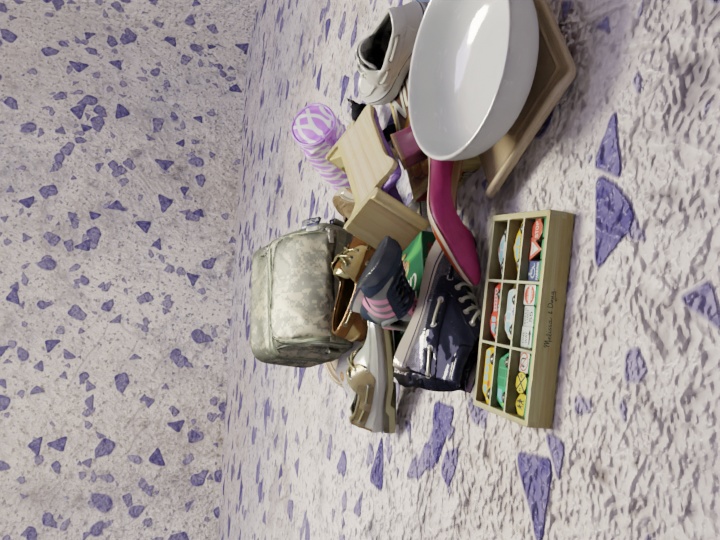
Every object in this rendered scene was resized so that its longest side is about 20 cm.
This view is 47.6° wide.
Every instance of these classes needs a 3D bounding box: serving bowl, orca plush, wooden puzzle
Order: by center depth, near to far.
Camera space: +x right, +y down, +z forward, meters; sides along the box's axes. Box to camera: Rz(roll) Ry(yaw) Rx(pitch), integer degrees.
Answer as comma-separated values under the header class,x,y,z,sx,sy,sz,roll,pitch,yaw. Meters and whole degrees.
class,x,y,z,sx,sy,sz,roll,pitch,yaw
serving bowl,0.120,-0.208,0.823,0.200,0.065,0.203,-175,90,-66
wooden puzzle,0.162,-0.208,0.871,0.186,0.037,0.202,118,150,-53
orca plush,0.034,-0.218,1.349,0.106,0.070,0.201,53,-159,-37

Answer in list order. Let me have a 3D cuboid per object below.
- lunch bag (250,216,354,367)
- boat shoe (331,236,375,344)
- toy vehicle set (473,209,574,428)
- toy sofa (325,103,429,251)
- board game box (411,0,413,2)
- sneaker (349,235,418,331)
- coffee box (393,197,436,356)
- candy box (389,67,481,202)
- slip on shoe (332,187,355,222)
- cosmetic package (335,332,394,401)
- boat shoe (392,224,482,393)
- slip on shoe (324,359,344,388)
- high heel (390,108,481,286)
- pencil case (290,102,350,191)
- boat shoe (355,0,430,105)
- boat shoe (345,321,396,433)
class,x,y,z,sx,sy,sz,roll,pitch,yaw
lunch bag,-0.075,0.037,1.235,0.167,0.138,0.203,-20,64,50
boat shoe,0.000,0.000,1.128,0.075,0.073,0.203,177,99,-65
toy vehicle set,0.158,0.044,0.808,0.124,0.026,0.203,179,98,-74
toy sofa,0.026,-0.115,1.012,0.098,0.082,0.201,-48,29,20
board game box,0.120,-0.290,1.055,0.200,0.038,0.160,-126,36,-47
sneaker,0.040,0.020,0.944,0.071,0.081,0.200,-59,-4,-14
coffee box,0.078,0.010,1.075,0.123,0.043,0.203,125,148,-59
candy box,0.087,-0.202,1.033,0.115,0.055,0.203,137,122,-65
slip on shoe,-0.005,-0.089,1.329,0.061,0.076,0.200,-60,22,-6
cosmetic package,0.016,0.094,1.226,0.083,0.050,0.202,-125,44,-53
boat shoe,0.113,0.045,0.922,0.092,0.074,0.202,10,75,39
slip on shoe,-0.032,0.090,1.337,0.061,0.075,0.203,49,-142,-68
high heel,0.112,-0.088,0.899,0.067,0.095,0.202,53,-168,-80
pencil case,-0.042,-0.194,1.351,0.084,0.200,0.086,-45,59,2
boat shoe,0.025,-0.267,1.004,0.200,0.065,0.075,132,127,-62
boat shoe,0.013,0.139,1.104,0.075,0.067,0.202,-82,-9,-61
